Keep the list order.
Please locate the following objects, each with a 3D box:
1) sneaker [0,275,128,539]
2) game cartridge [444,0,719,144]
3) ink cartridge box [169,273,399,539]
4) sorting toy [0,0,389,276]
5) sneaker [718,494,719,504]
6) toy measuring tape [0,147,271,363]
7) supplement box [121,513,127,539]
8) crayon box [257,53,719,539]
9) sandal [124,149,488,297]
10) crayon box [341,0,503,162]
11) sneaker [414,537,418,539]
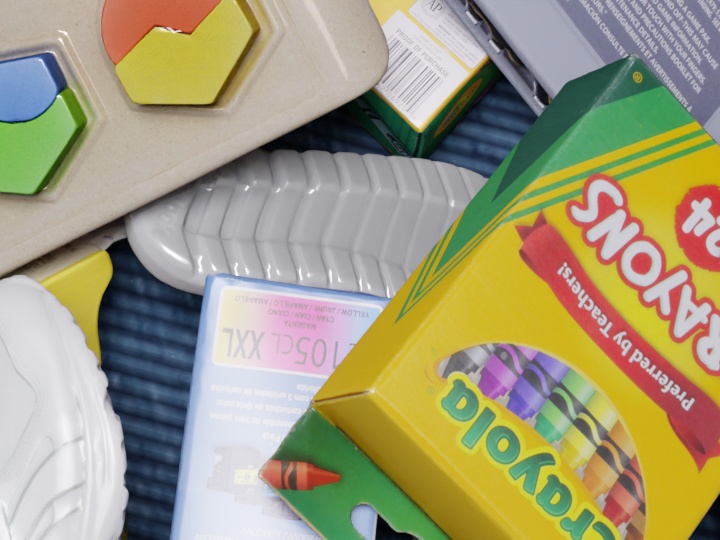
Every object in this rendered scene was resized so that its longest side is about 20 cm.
[{"bbox_3d":[-0.132,0.101,0.765,0.099,0.078,0.201,-3,81,-18],"label":"sneaker"},{"bbox_3d":[0.107,-0.122,0.874,0.133,0.041,0.200,-47,121,-8],"label":"game cartridge"},{"bbox_3d":[-0.033,0.114,0.813,0.076,0.136,0.201,6,77,0],"label":"ink cartridge box"},{"bbox_3d":[-0.115,-0.109,0.795,0.200,0.036,0.185,-26,98,6],"label":"sorting toy"},{"bbox_3d":[0.150,0.049,0.869,0.099,0.070,0.201,14,74,-5],"label":"sneaker"},{"bbox_3d":[-0.109,0.019,0.875,0.200,0.074,0.074,-31,81,-27],"label":"toy measuring tape"},{"bbox_3d":[-0.190,0.114,0.840,0.199,0.067,0.069,-5,78,-4],"label":"supplement box"},{"bbox_3d":[0.073,0.038,0.768,0.127,0.051,0.200,45,66,-14],"label":"crayon box"},{"bbox_3d":[0.000,-0.007,0.885,0.202,0.050,0.083,13,57,-18],"label":"sandal"},{"bbox_3d":[-0.010,-0.155,0.912,0.200,0.058,0.119,42,79,6],"label":"crayon box"},{"bbox_3d":[0.071,0.135,0.841,0.099,0.078,0.201,2,83,-14],"label":"sneaker"}]
